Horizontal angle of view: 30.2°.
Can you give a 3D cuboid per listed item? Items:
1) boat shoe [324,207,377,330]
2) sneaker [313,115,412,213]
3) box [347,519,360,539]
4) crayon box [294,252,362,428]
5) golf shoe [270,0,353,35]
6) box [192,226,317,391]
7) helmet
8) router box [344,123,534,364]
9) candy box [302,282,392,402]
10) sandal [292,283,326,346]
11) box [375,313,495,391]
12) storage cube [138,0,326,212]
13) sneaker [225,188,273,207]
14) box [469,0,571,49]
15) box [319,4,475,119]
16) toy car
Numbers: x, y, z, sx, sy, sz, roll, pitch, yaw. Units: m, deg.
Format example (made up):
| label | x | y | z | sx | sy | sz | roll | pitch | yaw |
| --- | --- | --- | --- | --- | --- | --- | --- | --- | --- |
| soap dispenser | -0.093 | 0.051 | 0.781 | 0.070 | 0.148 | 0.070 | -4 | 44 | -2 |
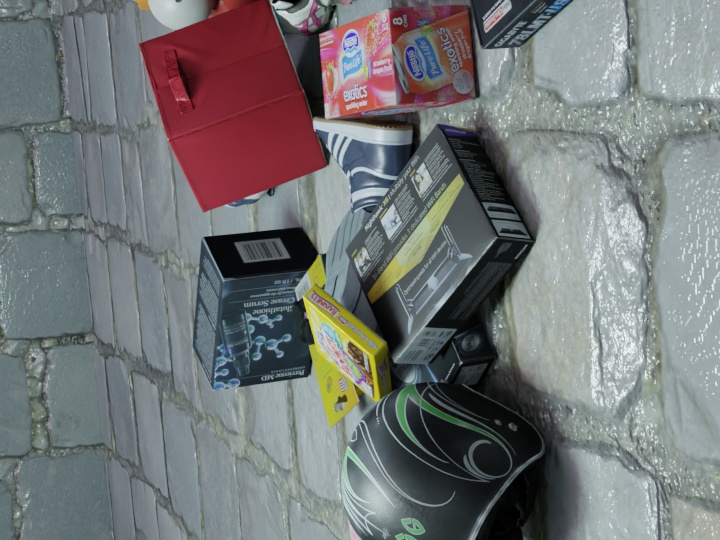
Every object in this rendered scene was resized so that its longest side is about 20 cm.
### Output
| label | x | y | z | sx | sy | sz | roll | pitch | yaw |
| --- | --- | --- | --- | --- | --- | --- | --- | --- | --- |
| boat shoe | 0.000 | 0.000 | 1.577 | 0.074 | 0.067 | 0.200 | -35 | 29 | 42 |
| sneaker | -0.002 | -0.126 | 1.574 | 0.200 | 0.070 | 0.109 | 22 | 115 | 62 |
| box | 0.059 | 0.379 | 1.539 | 0.095 | 0.103 | 0.200 | 163 | 98 | -67 |
| crayon box | -0.025 | 0.090 | 1.722 | 0.127 | 0.051 | 0.200 | 130 | 129 | -61 |
| golf shoe | -0.075 | -0.343 | 1.658 | 0.200 | 0.092 | 0.073 | 156 | 104 | -68 |
| box | -0.147 | 0.054 | 1.879 | 0.107 | 0.148 | 0.200 | -122 | 32 | -46 |
| helmet | 0.074 | 0.207 | 1.340 | 0.191 | 0.200 | 0.200 | 28 | 127 | 29 |
| router box | 0.075 | -0.025 | 1.370 | 0.200 | 0.052 | 0.157 | -53 | 47 | 37 |
| candy box | -0.012 | 0.084 | 1.456 | 0.102 | 0.026 | 0.200 | 42 | 167 | 16 |
| sandal | -0.062 | 0.065 | 1.660 | 0.200 | 0.048 | 0.075 | 147 | 111 | -70 |
| box | 0.074 | 0.089 | 1.489 | 0.200 | 0.043 | 0.160 | 112 | 143 | -50 |
| storage cube | -0.163 | -0.213 | 1.732 | 0.200 | 0.180 | 0.171 | 71 | 179 | -59 |
| sneaker | -0.172 | -0.198 | 1.971 | 0.146 | 0.081 | 0.200 | -19 | 76 | 59 |
| box | 0.145 | -0.326 | 1.186 | 0.200 | 0.050 | 0.199 | 145 | 117 | -66 |
| box | 0.035 | -0.219 | 1.422 | 0.200 | 0.095 | 0.100 | -174 | 79 | -67 |
| toy car | -0.220 | -0.391 | 1.850 | 0.177 | 0.200 | 0.185 | 142 | 118 | -65 |
